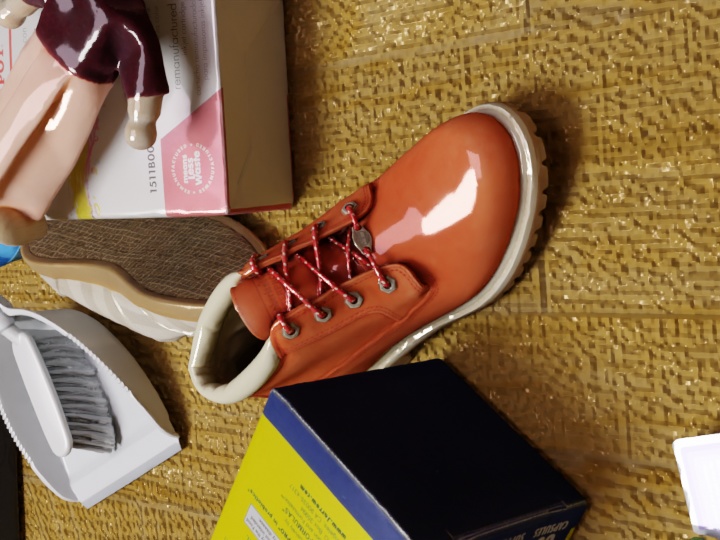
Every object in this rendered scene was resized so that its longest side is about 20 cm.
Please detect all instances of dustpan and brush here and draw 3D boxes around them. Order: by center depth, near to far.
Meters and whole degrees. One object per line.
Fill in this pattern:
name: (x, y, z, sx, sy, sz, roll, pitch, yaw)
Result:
dustpan and brush: (-0.205, 0.049, 0.856, 0.140, 0.057, 0.200, -35, 78, 44)

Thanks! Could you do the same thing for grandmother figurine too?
grandmother figurine: (-0.141, -0.106, 0.677, 0.121, 0.061, 0.200, 38, 115, 11)

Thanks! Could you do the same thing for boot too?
boot: (0.000, 0.000, 0.622, 0.200, 0.107, 0.075, -49, 59, 37)

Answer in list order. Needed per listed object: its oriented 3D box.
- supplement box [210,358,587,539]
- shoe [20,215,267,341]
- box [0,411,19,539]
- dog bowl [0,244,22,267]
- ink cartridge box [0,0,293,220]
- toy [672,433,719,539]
supplement box: (-0.002, 0.156, 0.639, 0.110, 0.109, 0.200, 44, 125, 34)
shoe: (-0.116, 0.002, 0.788, 0.200, 0.070, 0.053, 13, 147, 41)
box: (-0.318, 0.183, 0.967, 0.106, 0.122, 0.200, 4, 98, 47)
dog bowl: (-0.214, -0.101, 0.877, 0.111, 0.050, 0.200, 27, 115, 42)
ink cartridge box: (-0.139, -0.086, 0.748, 0.200, 0.067, 0.117, -1, 95, 30)
toy: (0.195, 0.106, 0.468, 0.200, 0.047, 0.115, -16, 85, 47)
